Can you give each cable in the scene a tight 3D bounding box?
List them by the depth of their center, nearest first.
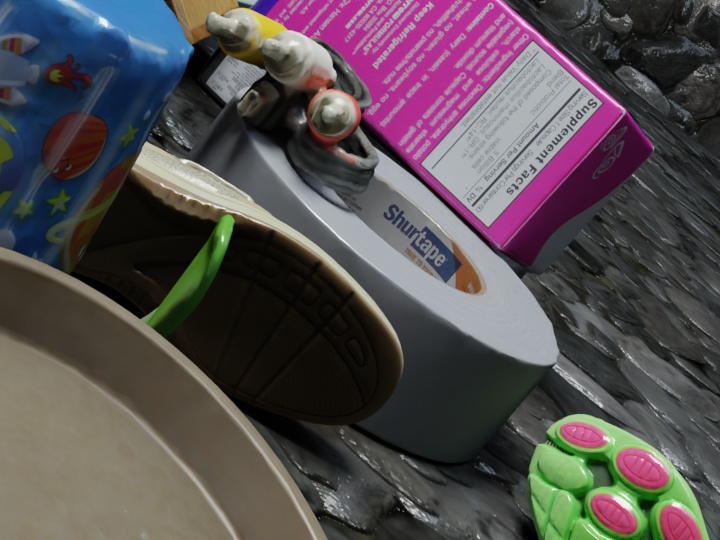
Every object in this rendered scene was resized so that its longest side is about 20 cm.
[{"bbox_3d":[-0.010,-0.085,0.924,0.097,0.050,0.200,42,17,7],"label":"cable"}]

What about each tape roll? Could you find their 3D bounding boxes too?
[{"bbox_3d":[0.000,0.000,0.931,0.200,0.066,0.200,36,15,-11],"label":"tape roll"}]

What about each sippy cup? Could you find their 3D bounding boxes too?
[{"bbox_3d":[-0.130,-0.054,0.646,0.178,0.130,0.140,23,22,-46],"label":"sippy cup"}]

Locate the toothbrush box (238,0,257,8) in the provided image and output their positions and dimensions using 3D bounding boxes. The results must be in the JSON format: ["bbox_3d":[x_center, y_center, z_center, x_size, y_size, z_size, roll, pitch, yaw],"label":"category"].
[{"bbox_3d":[-0.094,-0.228,1.125,0.085,0.147,0.200,8,-1,38],"label":"toothbrush box"}]

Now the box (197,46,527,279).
[{"bbox_3d":[0.012,-0.067,1.185,0.200,0.048,0.158,43,14,14],"label":"box"}]

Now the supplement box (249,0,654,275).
[{"bbox_3d":[0.051,-0.103,1.069,0.200,0.103,0.101,45,6,17],"label":"supplement box"}]

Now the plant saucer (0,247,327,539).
[{"bbox_3d":[-0.081,0.073,0.549,0.200,0.029,0.200,37,23,-19],"label":"plant saucer"}]

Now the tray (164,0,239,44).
[{"bbox_3d":[-0.137,-0.175,0.936,0.200,0.037,0.099,23,-42,50],"label":"tray"}]

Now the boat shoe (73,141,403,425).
[{"bbox_3d":[-0.069,-0.009,0.787,0.200,0.072,0.065,31,18,-12],"label":"boat shoe"}]

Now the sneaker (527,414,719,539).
[{"bbox_3d":[0.152,0.149,0.890,0.200,0.077,0.084,45,-2,6],"label":"sneaker"}]
